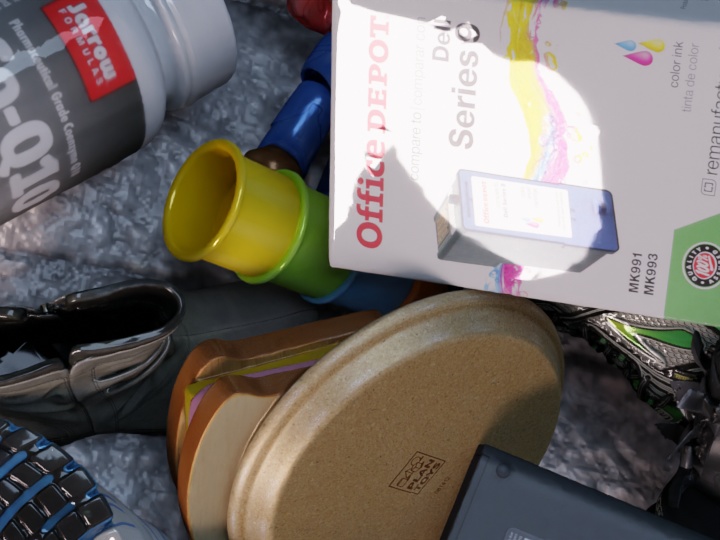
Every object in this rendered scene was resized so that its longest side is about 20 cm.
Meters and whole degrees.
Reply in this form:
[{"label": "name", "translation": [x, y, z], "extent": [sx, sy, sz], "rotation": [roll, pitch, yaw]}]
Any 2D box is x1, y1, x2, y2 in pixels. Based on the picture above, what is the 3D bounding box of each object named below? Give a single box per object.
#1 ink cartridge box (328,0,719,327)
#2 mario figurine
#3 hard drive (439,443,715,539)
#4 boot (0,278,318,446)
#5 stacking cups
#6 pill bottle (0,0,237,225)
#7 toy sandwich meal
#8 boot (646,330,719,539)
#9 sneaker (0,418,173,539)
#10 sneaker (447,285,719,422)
[{"label": "ink cartridge box", "translation": [0.090, -0.066, 0.835], "extent": [0.200, 0.145, 0.088], "rotation": [10, 31, 13]}, {"label": "mario figurine", "translation": [0.008, -0.119, 0.983], "extent": [0.106, 0.123, 0.200], "rotation": [9, 71, 33]}, {"label": "hard drive", "translation": [0.121, 0.182, 0.877], "extent": [0.200, 0.033, 0.140], "rotation": [23, 83, -1]}, {"label": "boot", "translation": [-0.097, 0.037, 0.890], "extent": [0.200, 0.131, 0.068], "rotation": [-15, 77, -21]}, {"label": "stacking cups", "translation": [0.000, 0.000, 0.933], "extent": [0.200, 0.060, 0.061], "rotation": [24, 64, -36]}, {"label": "pill bottle", "translation": [-0.166, -0.089, 0.920], "extent": [0.200, 0.114, 0.114], "rotation": [-32, 84, -23]}, {"label": "toy sandwich meal", "translation": [0.003, 0.076, 0.904], "extent": [0.205, 0.205, 0.070], "rotation": [-22, 48, -22]}, {"label": "boot", "translation": [0.232, 0.097, 0.905], "extent": [0.198, 0.163, 0.073], "rotation": [7, 46, -4]}, {"label": "sneaker", "translation": [-0.119, 0.138, 0.873], "extent": [0.200, 0.087, 0.075], "rotation": [43, 89, -11]}, {"label": "sneaker", "translation": [0.140, 0.029, 0.931], "extent": [0.200, 0.078, 0.085], "rotation": [12, 93, -1]}]
